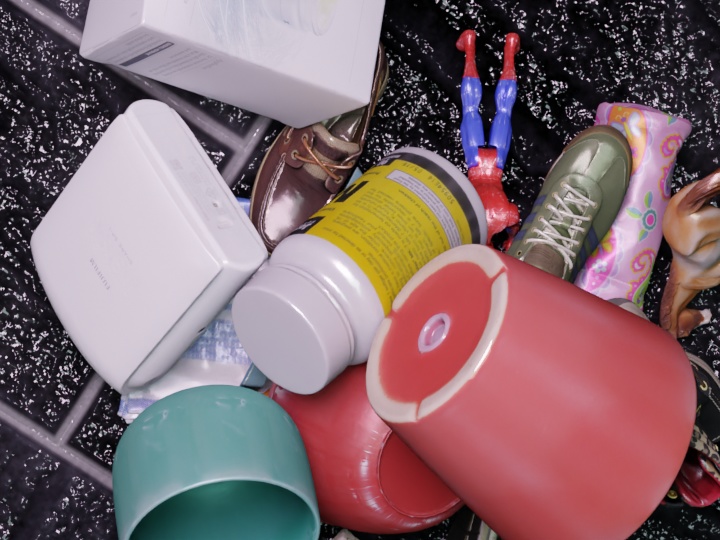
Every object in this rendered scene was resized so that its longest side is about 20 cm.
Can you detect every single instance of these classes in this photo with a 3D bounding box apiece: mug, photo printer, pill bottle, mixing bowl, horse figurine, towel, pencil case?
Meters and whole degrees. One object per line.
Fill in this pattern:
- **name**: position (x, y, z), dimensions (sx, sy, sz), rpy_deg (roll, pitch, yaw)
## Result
- **mug**: position (-0.113, 0.171, 1.217), dimensions (0.150, 0.115, 0.186), rpy_deg (-7, 137, -10)
- **photo printer**: position (-0.179, -0.010, 1.267), dimensions (0.200, 0.069, 0.167), rpy_deg (-46, 71, 37)
- **pill bottle**: position (0.000, 0.000, 1.225), dimensions (0.115, 0.114, 0.200), rpy_deg (52, 53, -4)
- **mixing bowl**: position (0.033, 0.134, 1.280), dimensions (0.198, 0.108, 0.202), rpy_deg (-8, 109, -25)
- **horse figurine**: position (0.295, -0.032, 1.314), dimensions (0.132, 0.201, 0.050), rpy_deg (-28, 55, -5)
- **towel**: position (-0.123, 0.036, 1.347), dimensions (0.145, 0.024, 0.202), rpy_deg (7, 91, -5)
- **pencil case**: position (0.216, -0.039, 1.339), dimensions (0.086, 0.087, 0.202), rpy_deg (13, 91, -4)

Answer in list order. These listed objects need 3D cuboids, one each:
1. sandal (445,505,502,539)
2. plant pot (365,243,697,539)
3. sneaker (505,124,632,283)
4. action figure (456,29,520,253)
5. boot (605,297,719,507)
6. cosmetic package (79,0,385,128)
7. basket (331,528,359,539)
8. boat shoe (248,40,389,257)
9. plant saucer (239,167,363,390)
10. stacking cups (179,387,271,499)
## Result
- **sandal**: position (0.114, 0.217, 1.343), dimensions (0.057, 0.080, 0.203), rpy_deg (13, 90, -18)
- **plant pot**: position (0.112, 0.085, 1.147), dimensions (0.177, 0.200, 0.201), rpy_deg (34, 89, -28)
- **sneaker**: position (0.155, -0.016, 1.261), dimensions (0.067, 0.090, 0.201), rpy_deg (30, 109, -1)
- **action figure**: position (0.104, -0.089, 1.345), dimensions (0.064, 0.099, 0.202), rpy_deg (4, 69, -1)
- **boot**: position (0.254, 0.125, 1.280), dimensions (0.073, 0.151, 0.200), rpy_deg (-32, 131, 17)
- **cosmetic package**: position (-0.087, -0.240, 1.226), dimensions (0.198, 0.123, 0.202), rpy_deg (15, 77, -31)
- **basket**: position (-0.033, 0.327, 1.301), dimensions (0.123, 0.136, 0.200), rpy_deg (42, 92, -1)
- **boat shoe**: position (-0.032, -0.104, 1.316), dimensions (0.072, 0.072, 0.201), rpy_deg (30, 83, -5)
- **plant saucer**: position (-0.046, 0.011, 1.312), dimensions (0.019, 0.070, 0.201), rpy_deg (27, 80, -4)
- **stacking cups**: position (-0.095, 0.137, 1.307), dimensions (0.199, 0.060, 0.061), rpy_deg (-35, 93, -5)
